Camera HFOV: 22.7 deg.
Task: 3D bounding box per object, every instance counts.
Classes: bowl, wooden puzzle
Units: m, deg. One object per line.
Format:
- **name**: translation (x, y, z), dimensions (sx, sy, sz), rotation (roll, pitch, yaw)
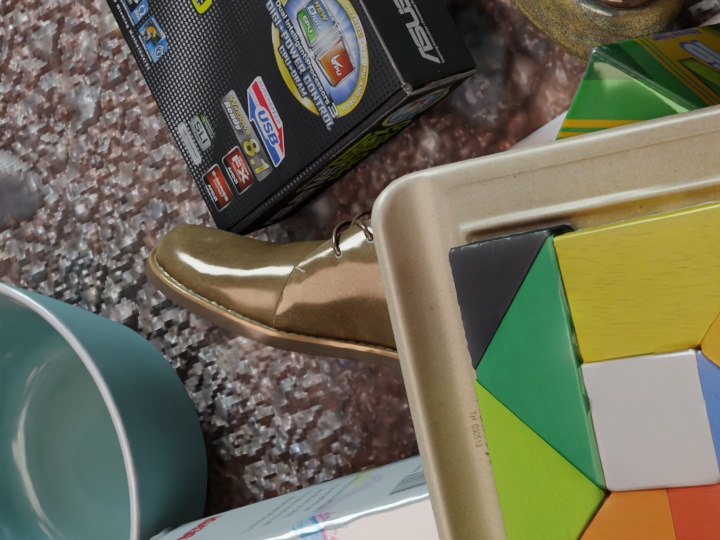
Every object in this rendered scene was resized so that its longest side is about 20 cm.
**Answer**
- **bowl**: translation (-0.153, 0.098, 0.885), dimensions (0.200, 0.105, 0.202), rotation (5, 99, 34)
- **wooden puzzle**: translation (0.102, 0.044, 0.584), dimensions (0.199, 0.037, 0.186), rotation (-11, 93, 34)

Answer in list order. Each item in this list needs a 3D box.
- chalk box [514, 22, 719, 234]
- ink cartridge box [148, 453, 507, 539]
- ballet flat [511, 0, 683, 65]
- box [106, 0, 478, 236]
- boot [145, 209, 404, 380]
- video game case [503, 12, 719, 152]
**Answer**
- **chalk box**: translation (0.164, 0.014, 0.635), dimensions (0.200, 0.125, 0.124), rotation (33, 116, 22)
- **ink cartridge box**: translation (0.007, 0.128, 0.732), dimensions (0.199, 0.146, 0.083), rotation (-18, 90, 11)
- **ballet flat**: translation (0.055, -0.153, 0.734), dimensions (0.200, 0.071, 0.071), rotation (48, 121, 26)
- **box**: translation (-0.051, -0.135, 0.788), dimensions (0.160, 0.044, 0.201), rotation (-33, 81, 51)
- **boot**: translation (0.000, 0.000, 0.774), dimensions (0.199, 0.074, 0.076), rotation (15, 113, 20)
- **video game case**: translation (0.159, 0.005, 0.722), dimensions (0.182, 0.024, 0.201), rotation (-32, 82, 33)
